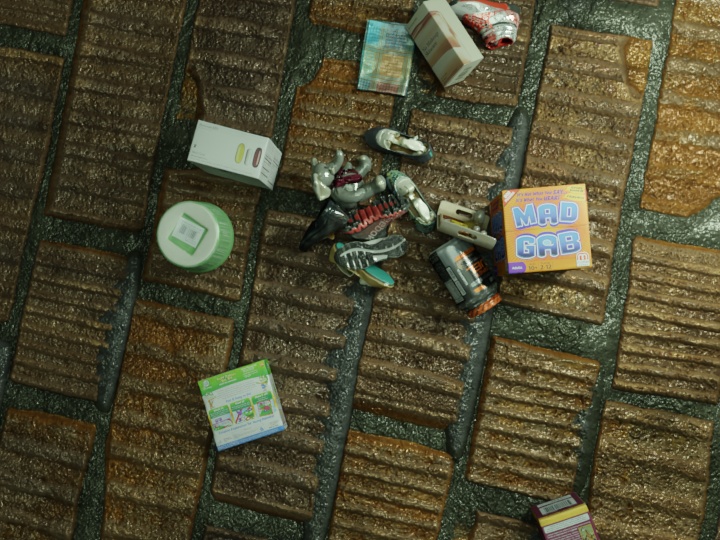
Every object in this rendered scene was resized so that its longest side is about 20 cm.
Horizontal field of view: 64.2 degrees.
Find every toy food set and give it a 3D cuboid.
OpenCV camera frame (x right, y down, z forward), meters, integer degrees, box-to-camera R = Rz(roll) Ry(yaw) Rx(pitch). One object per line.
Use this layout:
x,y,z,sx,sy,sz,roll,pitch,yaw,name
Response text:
0.272,-0.126,1.475,0.142,0.200,0.061,19,111,0,toy food set

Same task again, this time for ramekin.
-0.457,-0.095,1.574,0.197,0.098,0.203,0,88,5,ramekin

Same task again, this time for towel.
0.074,-0.593,1.595,0.145,0.022,0.203,9,88,5,towel

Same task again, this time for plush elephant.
-0.061,-0.245,1.515,0.199,0.166,0.155,-38,130,17,plush elephant

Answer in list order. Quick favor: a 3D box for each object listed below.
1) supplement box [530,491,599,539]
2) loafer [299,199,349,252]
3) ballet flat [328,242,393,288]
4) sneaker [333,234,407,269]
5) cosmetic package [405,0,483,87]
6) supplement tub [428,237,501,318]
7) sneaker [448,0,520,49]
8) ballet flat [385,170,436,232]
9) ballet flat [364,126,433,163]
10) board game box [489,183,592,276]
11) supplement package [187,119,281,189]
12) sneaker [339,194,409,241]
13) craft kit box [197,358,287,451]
0.537,0.696,1.464,0.130,0.103,0.202,-19,85,3,supplement box
-0.102,-0.101,1.521,0.072,0.200,0.073,31,51,-12,loafer
0.000,0.000,1.564,0.199,0.069,0.063,36,118,7,ballet flat
0.023,-0.045,1.525,0.198,0.080,0.075,-10,90,-16,sneaker
0.222,-0.609,1.532,0.087,0.103,0.201,-28,83,-33,cosmetic package
0.276,0.015,1.503,0.122,0.123,0.201,-32,86,2,supplement tub
0.329,-0.667,1.556,0.199,0.067,0.109,7,86,2,sneaker
0.142,-0.196,1.548,0.074,0.074,0.201,-37,87,2,ballet flat
0.104,-0.349,1.559,0.198,0.073,0.074,21,89,5,ballet flat
0.448,-0.095,1.456,0.197,0.200,0.203,-4,87,4,board game box
-0.334,-0.308,1.545,0.198,0.156,0.112,15,88,5,supplement package
0.044,-0.136,1.542,0.199,0.098,0.071,-23,51,6,sneaker
-0.323,0.367,1.573,0.198,0.049,0.200,-18,89,3,craft kit box
